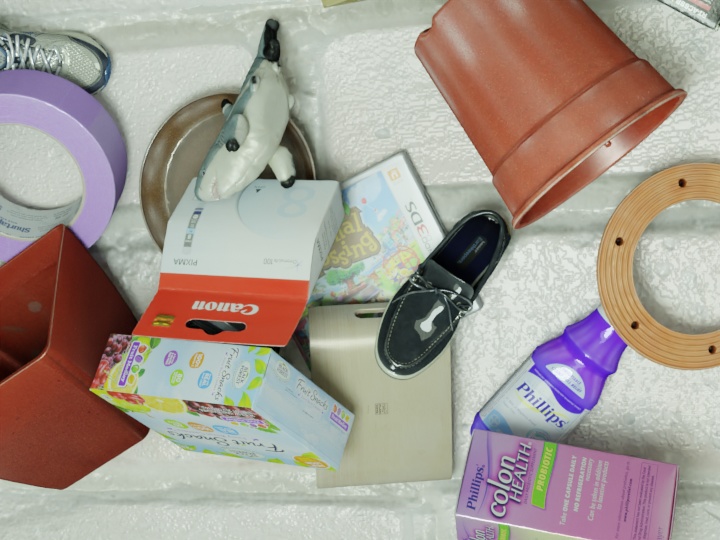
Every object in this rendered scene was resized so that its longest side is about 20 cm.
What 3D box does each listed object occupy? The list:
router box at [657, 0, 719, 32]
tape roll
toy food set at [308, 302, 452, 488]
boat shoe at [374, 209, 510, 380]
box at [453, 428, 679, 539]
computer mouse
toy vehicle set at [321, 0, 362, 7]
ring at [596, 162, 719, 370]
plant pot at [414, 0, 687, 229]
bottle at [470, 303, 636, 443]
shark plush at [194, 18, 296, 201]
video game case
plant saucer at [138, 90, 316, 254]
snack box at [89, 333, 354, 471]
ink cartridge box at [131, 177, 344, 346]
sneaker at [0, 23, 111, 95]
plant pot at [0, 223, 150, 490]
[{"bbox_3d":[0.282,-0.335,1.277,0.200,0.062,0.150,30,106,7],"label":"router box"},{"bbox_3d":[-0.350,-0.106,1.441,0.199,0.066,0.201,2,121,4],"label":"tape roll"},{"bbox_3d":[0.021,0.132,1.424,0.143,0.060,0.201,-3,109,-1],"label":"toy food set"},{"bbox_3d":[0.080,0.019,1.354,0.075,0.062,0.200,36,80,8],"label":"boat shoe"},{"bbox_3d":[0.200,0.253,1.345,0.199,0.097,0.176,8,146,12],"label":"box"},{"bbox_3d":[-0.128,0.054,1.403,0.138,0.200,0.053,29,77,9],"label":"computer mouse"},{"bbox_3d":[0.073,-0.289,1.274,0.200,0.124,0.027,-11,99,37],"label":"toy vehicle set"},{"bbox_3d":[0.323,-0.004,1.325,0.200,0.019,0.201,-1,96,-8],"label":"ring"},{"bbox_3d":[0.165,-0.177,1.280,0.201,0.201,0.195,-39,81,17],"label":"plant pot"},{"bbox_3d":[0.199,0.115,1.381,0.083,0.065,0.200,42,107,2],"label":"bottle"},{"bbox_3d":[-0.118,-0.166,1.365,0.083,0.091,0.201,-9,72,42],"label":"shark plush"},{"bbox_3d":[0.000,0.000,1.433,0.200,0.022,0.182,-26,93,17],"label":"video game case"},{"bbox_3d":[-0.135,-0.086,1.433,0.199,0.032,0.201,1,92,18],"label":"plant saucer"},{"bbox_3d":[-0.133,0.130,1.345,0.199,0.169,0.068,4,65,32],"label":"snack box"},{"bbox_3d":[-0.118,-0.014,1.320,0.160,0.200,0.047,3,130,17],"label":"ink cartridge box"},{"bbox_3d":[-0.363,-0.221,1.449,0.199,0.085,0.077,10,103,11],"label":"sneaker"},{"bbox_3d":[-0.325,0.112,1.434,0.200,0.200,0.176,-33,126,21],"label":"plant pot"}]
